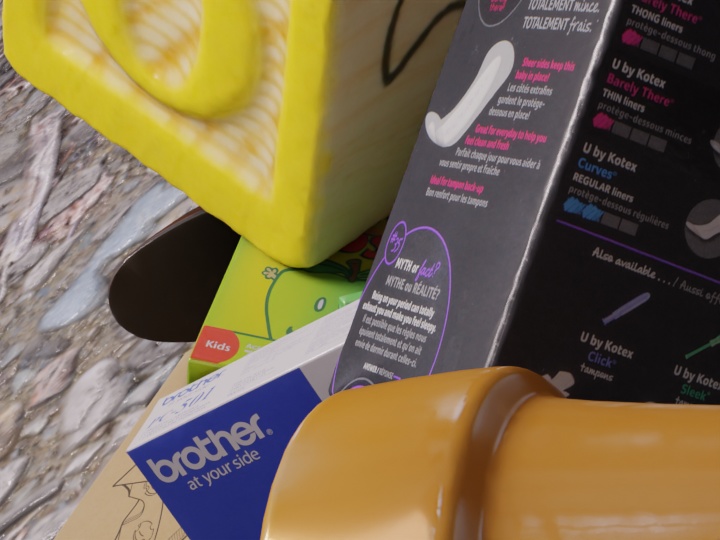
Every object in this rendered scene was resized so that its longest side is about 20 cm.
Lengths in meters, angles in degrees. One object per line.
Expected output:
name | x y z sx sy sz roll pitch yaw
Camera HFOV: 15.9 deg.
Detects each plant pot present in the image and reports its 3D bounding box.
plant pot | 0.095 0.116 0.698 0.182 0.201 0.201 -12 34 22

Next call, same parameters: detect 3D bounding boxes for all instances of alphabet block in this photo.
alphabet block | -0.020 -0.157 1.114 0.196 0.196 0.200 34 50 27

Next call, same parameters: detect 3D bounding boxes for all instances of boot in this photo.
boot | -0.069 -0.035 1.304 0.186 0.065 0.200 -21 22 -18

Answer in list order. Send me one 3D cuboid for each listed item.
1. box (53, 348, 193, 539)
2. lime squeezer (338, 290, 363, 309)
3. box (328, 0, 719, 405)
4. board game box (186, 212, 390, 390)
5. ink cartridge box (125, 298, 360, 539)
box | -0.076 0.103 1.156 0.163 0.021 0.200 -11 38 48
lime squeezer | 0.070 -0.024 1.094 0.200 0.070 0.038 -42 -25 -47
box | 0.085 -0.026 0.867 0.122 0.106 0.201 18 89 68
board game box | 0.000 0.000 1.125 0.101 0.048 0.200 11 42 8
ink cartridge box | 0.015 0.059 1.003 0.199 0.094 0.044 -26 17 28
